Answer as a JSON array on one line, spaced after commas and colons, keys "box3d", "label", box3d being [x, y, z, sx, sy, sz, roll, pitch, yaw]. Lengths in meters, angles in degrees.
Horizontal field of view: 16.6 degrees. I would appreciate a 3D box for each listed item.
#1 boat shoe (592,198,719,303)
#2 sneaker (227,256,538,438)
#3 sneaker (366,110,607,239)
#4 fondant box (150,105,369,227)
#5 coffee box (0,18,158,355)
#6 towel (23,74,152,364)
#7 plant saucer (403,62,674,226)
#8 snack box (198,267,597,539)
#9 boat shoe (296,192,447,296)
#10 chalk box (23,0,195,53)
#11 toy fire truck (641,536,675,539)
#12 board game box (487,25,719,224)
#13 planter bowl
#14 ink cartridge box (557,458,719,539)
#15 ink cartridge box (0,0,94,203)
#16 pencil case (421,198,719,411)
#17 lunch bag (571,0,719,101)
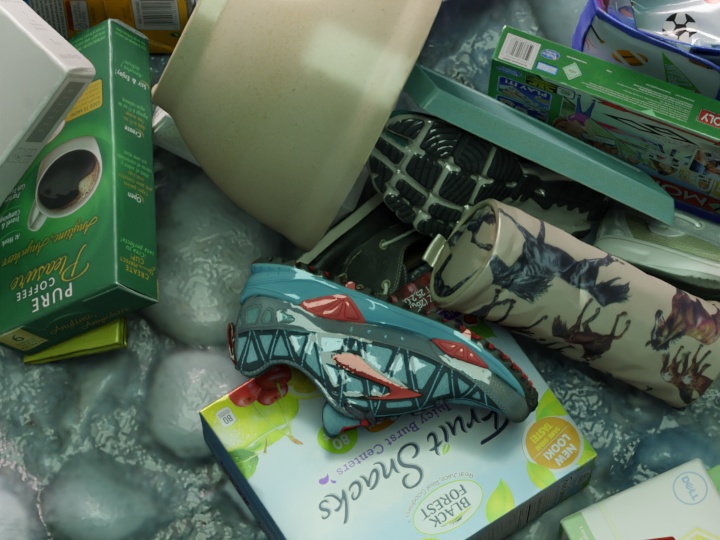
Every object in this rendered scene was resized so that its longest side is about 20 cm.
[{"box3d": [0.254, -0.001, 1.641, 0.202, 0.074, 0.065, 13, 64, 14], "label": "boat shoe"}, {"box3d": [0.012, 0.066, 1.546, 0.200, 0.079, 0.096, 21, 87, 11], "label": "sneaker"}, {"box3d": [0.073, -0.065, 1.620, 0.078, 0.200, 0.080, -54, 46, 20], "label": "sneaker"}, {"box3d": [-0.041, -0.149, 1.675, 0.144, 0.058, 0.200, 27, 69, -14], "label": "fondant box"}, {"box3d": [-0.193, -0.054, 1.627, 0.123, 0.044, 0.200, -23, 59, 31], "label": "coffee box"}, {"box3d": [-0.183, -0.037, 1.654, 0.086, 0.018, 0.200, -12, 64, 34], "label": "towel"}, {"box3d": [0.116, -0.084, 1.593, 0.200, 0.070, 0.019, 23, 104, -23], "label": "plant saucer"}, {"box3d": [0.024, 0.115, 1.589, 0.200, 0.068, 0.169, -31, 71, -12], "label": "snack box"}, {"box3d": [0.000, 0.000, 1.629, 0.200, 0.072, 0.068, -38, 83, -25], "label": "boat shoe"}, {"box3d": [-0.176, -0.265, 1.708, 0.124, 0.125, 0.200, -1, 67, -2], "label": "chalk box"}, {"box3d": [0.167, 0.240, 1.506, 0.200, 0.049, 0.141, -26, 74, 27], "label": "toy fire truck"}, {"box3d": [0.181, -0.092, 1.640, 0.200, 0.135, 0.029, 20, 71, 7], "label": "board game box"}, {"box3d": [-0.047, -0.130, 1.536, 0.135, 0.200, 0.200, 27, 69, -5], "label": "planter bowl"}, {"box3d": [0.246, 0.188, 1.578, 0.200, 0.048, 0.146, -24, 70, -8], "label": "ink cartridge box"}, {"box3d": [-0.297, -0.109, 1.621, 0.176, 0.045, 0.200, 43, 106, 15], "label": "ink cartridge box"}, {"box3d": [0.141, 0.022, 1.582, 0.200, 0.089, 0.078, 23, 74, -18], "label": "pencil case"}, {"box3d": [0.241, -0.153, 1.649, 0.200, 0.170, 0.124, -5, 70, -6], "label": "lunch bag"}]
